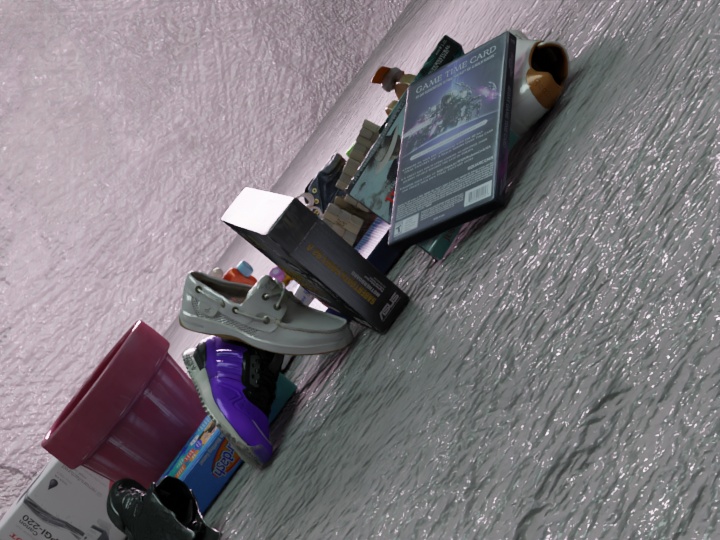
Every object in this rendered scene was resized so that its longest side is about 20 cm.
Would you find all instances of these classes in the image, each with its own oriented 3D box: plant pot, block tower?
[{"bbox_3d":[-0.272,0.194,1.562,0.200,0.179,0.200,-49,9,10],"label":"plant pot"},{"bbox_3d":[-0.006,-0.081,1.534,0.202,0.054,0.058,-66,-15,8],"label":"block tower"}]

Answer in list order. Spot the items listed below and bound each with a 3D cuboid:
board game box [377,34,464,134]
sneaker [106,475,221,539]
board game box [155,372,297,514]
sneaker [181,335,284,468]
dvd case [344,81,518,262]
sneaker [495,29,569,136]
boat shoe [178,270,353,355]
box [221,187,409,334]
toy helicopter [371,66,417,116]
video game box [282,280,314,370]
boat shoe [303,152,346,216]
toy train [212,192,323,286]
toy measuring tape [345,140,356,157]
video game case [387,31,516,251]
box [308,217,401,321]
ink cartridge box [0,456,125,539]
[{"bbox_3d":[0.089,-0.190,1.489,0.136,0.028,0.200,-56,-15,0],"label":"board game box"},{"bbox_3d":[-0.203,0.248,1.268,0.105,0.059,0.200,-65,33,18],"label":"sneaker"},{"bbox_3d":[-0.161,0.196,1.434,0.201,0.045,0.152,-53,10,-8],"label":"board game box"},{"bbox_3d":[-0.121,0.120,1.323,0.099,0.070,0.200,-34,39,-3],"label":"sneaker"},{"bbox_3d":[0.068,-0.108,1.284,0.147,0.022,0.200,-57,32,5],"label":"dvd case"},{"bbox_3d":[0.184,-0.211,1.293,0.084,0.073,0.201,-37,23,25],"label":"sneaker"},{"bbox_3d":[-0.102,0.040,1.318,0.071,0.197,0.070,-43,-40,-66],"label":"boat shoe"},{"bbox_3d":[-0.051,-0.014,1.277,0.049,0.158,0.200,-52,20,-7],"label":"box"},{"bbox_3d":[0.065,-0.227,1.690,0.079,0.132,0.200,-52,9,-8],"label":"toy helicopter"},{"bbox_3d":[-0.127,0.099,1.640,0.200,0.047,0.183,-42,15,45],"label":"video game box"},{"bbox_3d":[-0.060,-0.079,1.846,0.201,0.091,0.071,-56,11,-24],"label":"boat shoe"},{"bbox_3d":[-0.105,-0.005,1.725,0.200,0.150,0.056,-46,49,10],"label":"toy train"},{"bbox_3d":[0.041,-0.167,1.862,0.074,0.074,0.199,-46,-12,26],"label":"toy measuring tape"},{"bbox_3d":[0.092,-0.129,1.233,0.142,0.019,0.202,-23,48,43],"label":"video game case"},{"bbox_3d":[0.000,0.000,1.448,0.201,0.032,0.121,-53,10,-1],"label":"box"},{"bbox_3d":[-0.390,0.328,1.716,0.200,0.145,0.085,-47,11,23],"label":"ink cartridge box"}]
